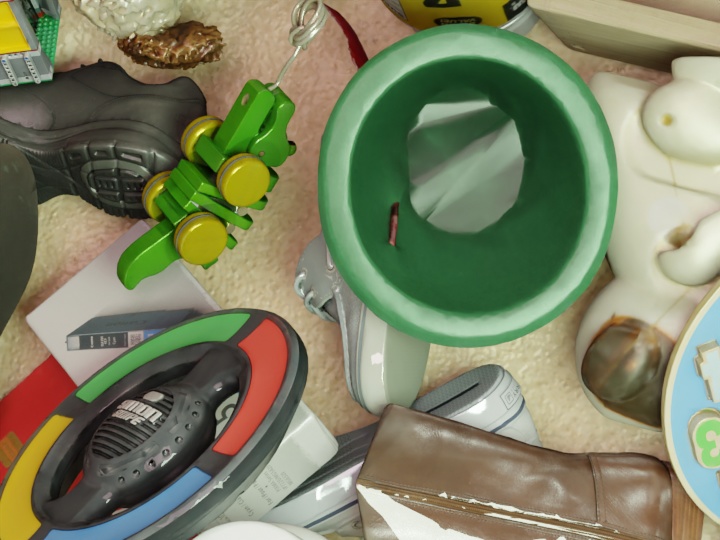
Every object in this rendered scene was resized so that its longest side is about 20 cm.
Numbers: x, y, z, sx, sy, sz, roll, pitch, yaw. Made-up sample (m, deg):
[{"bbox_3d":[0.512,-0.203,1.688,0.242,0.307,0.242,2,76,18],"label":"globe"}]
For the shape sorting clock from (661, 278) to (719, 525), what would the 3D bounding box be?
[{"bbox_3d":[0.259,0.064,1.607,0.200,0.200,0.039,-31,32,1],"label":"shape sorting clock"}]

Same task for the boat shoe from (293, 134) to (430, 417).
[{"bbox_3d":[0.000,-0.001,1.710,0.071,0.070,0.201,-9,55,18],"label":"boat shoe"}]

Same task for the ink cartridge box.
[{"bbox_3d":[-0.135,0.091,1.696,0.176,0.045,0.200,-41,50,-3],"label":"ink cartridge box"}]

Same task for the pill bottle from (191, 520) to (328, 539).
[{"bbox_3d":[-0.041,0.198,1.602,0.113,0.200,0.114,-3,76,10],"label":"pill bottle"}]

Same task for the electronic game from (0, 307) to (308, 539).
[{"bbox_3d":[-0.114,0.092,1.589,0.200,0.200,0.042,-36,115,0],"label":"electronic game"}]

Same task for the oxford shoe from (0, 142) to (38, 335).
[{"bbox_3d":[-0.245,0.019,1.743,0.071,0.071,0.201,19,95,49],"label":"oxford shoe"}]

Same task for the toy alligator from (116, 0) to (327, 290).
[{"bbox_3d":[-0.065,-0.064,1.691,0.200,0.054,0.059,-53,42,9],"label":"toy alligator"}]

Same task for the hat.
[{"bbox_3d":[0.055,-0.061,1.692,0.165,0.176,0.201,-2,92,-2],"label":"hat"}]

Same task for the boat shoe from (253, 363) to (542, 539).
[{"bbox_3d":[0.010,0.127,1.681,0.199,0.074,0.067,-25,109,15],"label":"boat shoe"}]

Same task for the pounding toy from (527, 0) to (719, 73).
[{"bbox_3d":[0.225,-0.209,1.713,0.183,0.142,0.201,15,84,20],"label":"pounding toy"}]

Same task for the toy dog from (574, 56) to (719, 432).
[{"bbox_3d":[0.174,-0.010,1.652,0.193,0.140,0.201,5,80,6],"label":"toy dog"}]

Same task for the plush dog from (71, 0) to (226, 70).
[{"bbox_3d":[-0.121,-0.216,1.751,0.160,0.200,0.172,-1,43,40],"label":"plush dog"}]

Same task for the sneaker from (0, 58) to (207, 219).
[{"bbox_3d":[-0.180,-0.085,1.780,0.199,0.076,0.091,9,50,21],"label":"sneaker"}]

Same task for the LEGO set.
[{"bbox_3d":[-0.249,-0.198,1.762,0.153,0.116,0.201,1,54,17],"label":"LEGO set"}]

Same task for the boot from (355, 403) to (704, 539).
[{"bbox_3d":[0.083,0.176,1.615,0.199,0.064,0.187,10,70,-15],"label":"boot"}]

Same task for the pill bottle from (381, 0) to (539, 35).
[{"bbox_3d":[0.052,-0.200,1.694,0.114,0.200,0.115,-3,74,10],"label":"pill bottle"}]
